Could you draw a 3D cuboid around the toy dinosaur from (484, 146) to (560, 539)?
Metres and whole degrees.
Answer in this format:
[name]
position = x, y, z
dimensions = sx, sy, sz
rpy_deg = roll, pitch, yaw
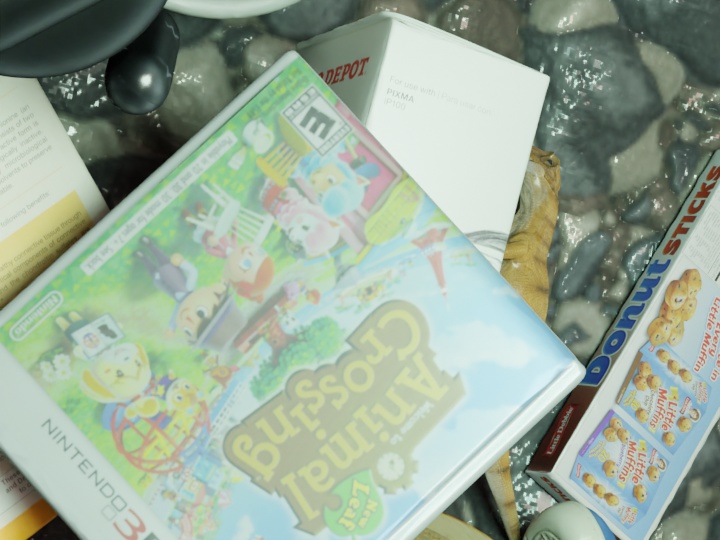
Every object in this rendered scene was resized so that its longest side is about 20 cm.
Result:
[toy dinosaur]
position = 0.063, 0.033, 1.369
dimensions = 0.106, 0.060, 0.201
rpy_deg = 12, 85, -33

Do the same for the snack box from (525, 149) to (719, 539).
[snack box]
position = 0.161, 0.039, 1.449
dimensions = 0.072, 0.024, 0.200
rpy_deg = 41, 70, -26

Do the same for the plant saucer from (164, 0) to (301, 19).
[plant saucer]
position = -0.073, -0.212, 1.284
dimensions = 0.199, 0.050, 0.201
rpy_deg = -1, 91, -32

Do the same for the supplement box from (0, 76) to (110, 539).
[supplement box]
position = -0.169, 0.004, 1.216
dimensions = 0.126, 0.073, 0.201
rpy_deg = -36, 109, -25

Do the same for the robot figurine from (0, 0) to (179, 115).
[robot figurine]
position = -0.123, -0.148, 1.121
dimensions = 0.124, 0.200, 0.151
rpy_deg = 11, 108, -4

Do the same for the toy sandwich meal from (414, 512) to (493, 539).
[toy sandwich meal]
position = -0.009, 0.192, 1.282
dimensions = 0.205, 0.205, 0.070
rpy_deg = -47, 150, -22

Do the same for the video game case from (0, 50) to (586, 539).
[video game case]
position = -0.040, 0.042, 1.172
dimensions = 0.200, 0.022, 0.182
rpy_deg = -42, 88, -8

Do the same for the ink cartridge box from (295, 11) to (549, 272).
[ink cartridge box]
position = 0.000, 0.000, 1.271
dimensions = 0.082, 0.146, 0.201
rpy_deg = 18, 82, -18

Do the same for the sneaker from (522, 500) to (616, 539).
[sneaker]
position = 0.149, 0.192, 1.413
dimensions = 0.111, 0.077, 0.201
rpy_deg = -21, 106, -24
